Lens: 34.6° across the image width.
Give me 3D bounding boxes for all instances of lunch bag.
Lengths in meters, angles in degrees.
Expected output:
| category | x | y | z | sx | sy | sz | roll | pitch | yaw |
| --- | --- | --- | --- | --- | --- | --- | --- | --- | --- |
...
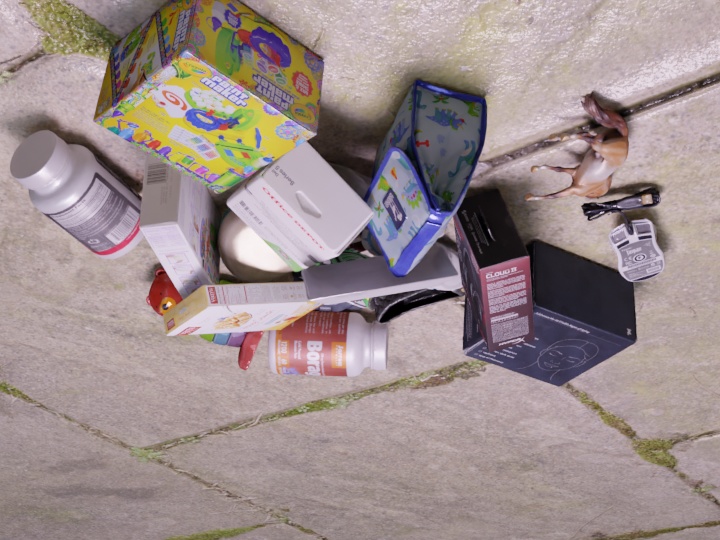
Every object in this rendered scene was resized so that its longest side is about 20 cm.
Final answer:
| category | x | y | z | sx | sy | sz | roll | pitch | yaw |
| --- | --- | --- | --- | --- | --- | --- | --- | --- | --- |
| lunch bag | 0.080 | -0.112 | 1.491 | 0.127 | 0.200 | 0.170 | 11 | 149 | -12 |

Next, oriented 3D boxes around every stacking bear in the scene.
| category | x | y | z | sx | sy | sz | roll | pitch | yaw |
| --- | --- | --- | --- | --- | --- | --- | --- | --- | --- |
| stacking bear | -0.255 | 0.063 | 1.914 | 0.200 | 0.114 | 0.122 | 22 | 122 | -6 |

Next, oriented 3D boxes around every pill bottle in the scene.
| category | x | y | z | sx | sy | sz | roll | pitch | yaw |
| --- | --- | --- | --- | --- | --- | --- | --- | --- | --- |
| pill bottle | -0.399 | -0.110 | 1.643 | 0.111 | 0.111 | 0.200 | -12 | 145 | 26 |
| pill bottle | -0.053 | 0.125 | 1.984 | 0.200 | 0.112 | 0.112 | 1 | 149 | 5 |

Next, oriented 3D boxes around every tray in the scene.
| category | x | y | z | sx | sy | sz | roll | pitch | yaw |
| --- | --- | --- | --- | --- | --- | --- | --- | --- | --- |
| tray | 0.024 | 0.010 | 1.547 | 0.200 | 0.107 | 0.022 | -9 | 114 | -5 |

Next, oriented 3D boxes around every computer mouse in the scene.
| category | x | y | z | sx | sy | sz | roll | pitch | yaw |
| --- | --- | --- | --- | --- | --- | --- | --- | --- | --- |
| computer mouse | 0.397 | -0.053 | 1.698 | 0.110 | 0.044 | 0.200 | -18 | 141 | 12 |

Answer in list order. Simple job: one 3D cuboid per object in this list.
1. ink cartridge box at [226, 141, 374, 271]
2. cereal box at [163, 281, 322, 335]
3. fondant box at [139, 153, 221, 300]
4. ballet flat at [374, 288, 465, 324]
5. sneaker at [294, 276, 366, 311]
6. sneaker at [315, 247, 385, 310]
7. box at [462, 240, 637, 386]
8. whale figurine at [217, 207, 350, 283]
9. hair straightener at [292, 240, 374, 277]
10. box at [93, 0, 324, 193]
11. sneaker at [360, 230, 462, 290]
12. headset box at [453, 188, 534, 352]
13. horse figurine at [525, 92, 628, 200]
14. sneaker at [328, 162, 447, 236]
| category | x | y | z | sx | sy | sz | roll | pitch | yaw |
| --- | --- | --- | --- | --- | --- | --- | --- | --- | --- |
| ink cartridge box | -0.084 | -0.085 | 1.556 | 0.146 | 0.084 | 0.200 | 46 | 162 | -9 |
| cereal box | -0.172 | 0.057 | 1.708 | 0.200 | 0.040 | 0.144 | -3 | 162 | -35 |
| fondant box | -0.254 | -0.068 | 1.658 | 0.058 | 0.144 | 0.200 | -7 | 147 | 9 |
| ballet flat | 0.112 | 0.045 | 1.882 | 0.200 | 0.057 | 0.066 | -18 | 143 | 32 |
| sneaker | -0.083 | 0.027 | 1.842 | 0.200 | 0.078 | 0.079 | 26 | 109 | -18 |
| sneaker | 0.000 | 0.000 | 1.689 | 0.085 | 0.078 | 0.200 | 39 | -175 | 21 |
| box | 0.299 | 0.074 | 1.842 | 0.200 | 0.124 | 0.197 | 20 | 147 | -23 |
| whale figurine | -0.114 | -0.053 | 1.718 | 0.200 | 0.104 | 0.159 | -5 | 115 | -12 |
| hair straightener | -0.043 | 0.008 | 1.778 | 0.200 | 0.041 | 0.077 | -17 | 110 | -3 |
| box | -0.184 | -0.220 | 1.422 | 0.200 | 0.122 | 0.193 | 30 | 140 | -35 |
| sneaker | 0.098 | -0.017 | 1.739 | 0.200 | 0.075 | 0.087 | 23 | 176 | -30 |
| headset box | 0.191 | -0.006 | 1.662 | 0.077 | 0.149 | 0.200 | -16 | 136 | -2 |
| horse figurine | 0.303 | -0.149 | 1.540 | 0.132 | 0.050 | 0.200 | 0 | 145 | -17 |
| sneaker | 0.029 | -0.093 | 1.650 | 0.200 | 0.116 | 0.074 | 31 | 107 | 13 |
